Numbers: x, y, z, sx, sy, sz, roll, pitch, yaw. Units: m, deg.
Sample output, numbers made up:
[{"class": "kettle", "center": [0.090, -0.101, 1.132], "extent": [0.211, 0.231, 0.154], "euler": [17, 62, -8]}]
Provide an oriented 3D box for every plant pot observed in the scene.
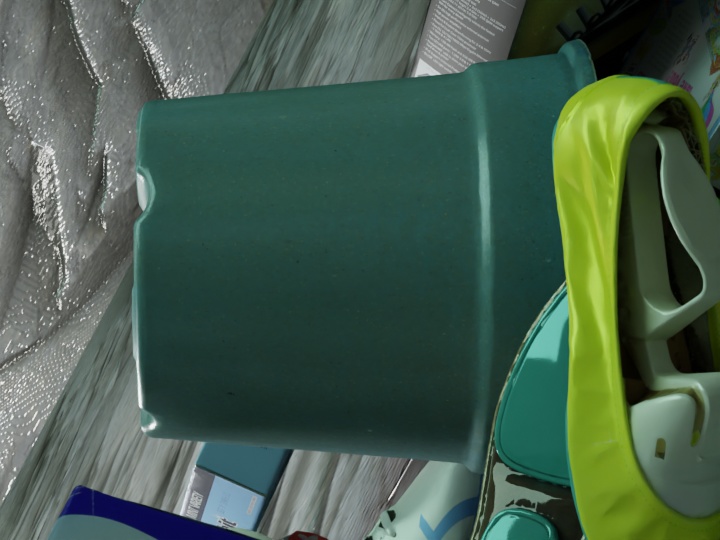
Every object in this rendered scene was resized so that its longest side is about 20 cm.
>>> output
[{"class": "plant pot", "center": [0.000, 0.000, 1.033], "extent": [0.200, 0.195, 0.201], "euler": [179, 90, -87]}]

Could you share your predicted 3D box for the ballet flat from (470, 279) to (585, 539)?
[{"class": "ballet flat", "center": [0.082, 0.090, 0.930], "extent": [0.065, 0.070, 0.201], "euler": [21, -89, -57]}]

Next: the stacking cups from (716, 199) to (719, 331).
[{"class": "stacking cups", "center": [0.139, 0.000, 0.936], "extent": [0.061, 0.060, 0.200], "euler": [-60, 11, 5]}]

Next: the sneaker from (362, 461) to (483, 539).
[{"class": "sneaker", "center": [0.001, 0.163, 1.138], "extent": [0.200, 0.072, 0.072], "euler": [-59, 10, 6]}]

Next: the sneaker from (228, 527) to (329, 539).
[{"class": "sneaker", "center": [-0.049, 0.166, 1.245], "extent": [0.094, 0.070, 0.200], "euler": [-58, -17, -27]}]

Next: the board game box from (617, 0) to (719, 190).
[{"class": "board game box", "center": [0.182, -0.117, 1.098], "extent": [0.135, 0.034, 0.200], "euler": [-59, 11, 11]}]

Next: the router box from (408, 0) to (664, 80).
[{"class": "router box", "center": [0.111, -0.156, 1.149], "extent": [0.200, 0.052, 0.158], "euler": [-36, -27, -40]}]

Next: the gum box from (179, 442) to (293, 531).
[{"class": "gum box", "center": [-0.040, 0.055, 1.292], "extent": [0.170, 0.044, 0.200], "euler": [112, -178, -66]}]

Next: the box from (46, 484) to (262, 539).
[{"class": "box", "center": [-0.117, 0.234, 1.024], "extent": [0.200, 0.105, 0.184], "euler": [-65, -11, -48]}]

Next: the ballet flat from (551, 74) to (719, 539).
[{"class": "ballet flat", "center": [0.109, 0.027, 0.844], "extent": [0.067, 0.067, 0.201], "euler": [-12, 82, 55]}]
